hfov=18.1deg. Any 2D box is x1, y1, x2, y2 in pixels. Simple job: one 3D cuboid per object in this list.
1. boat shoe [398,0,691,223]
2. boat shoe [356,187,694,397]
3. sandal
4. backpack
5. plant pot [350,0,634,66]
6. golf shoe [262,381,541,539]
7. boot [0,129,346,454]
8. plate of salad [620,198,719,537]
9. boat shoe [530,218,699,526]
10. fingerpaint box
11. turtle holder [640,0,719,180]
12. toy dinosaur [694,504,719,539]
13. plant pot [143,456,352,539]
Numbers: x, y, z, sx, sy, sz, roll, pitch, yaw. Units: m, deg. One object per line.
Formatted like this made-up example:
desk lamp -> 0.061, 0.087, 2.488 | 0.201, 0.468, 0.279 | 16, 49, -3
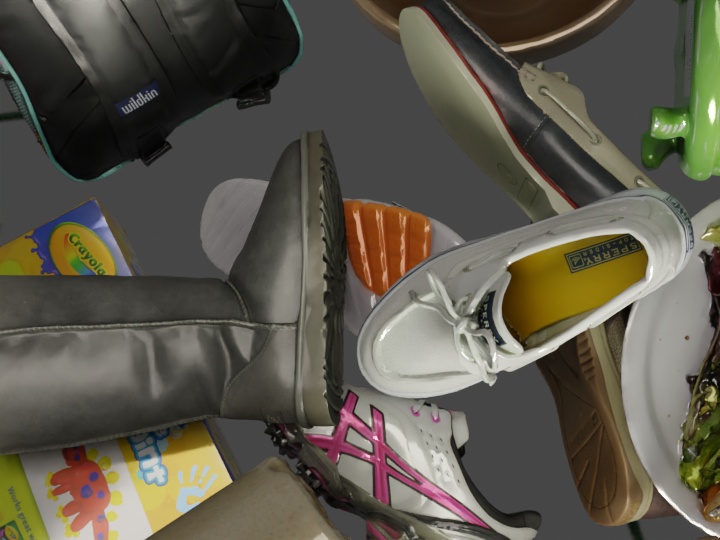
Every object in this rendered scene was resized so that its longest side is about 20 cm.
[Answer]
boat shoe -> 0.098, -0.073, 1.215 | 0.062, 0.071, 0.200 | -38, 82, -15
boat shoe -> 0.072, 0.022, 1.158 | 0.201, 0.086, 0.075 | -21, 95, 28
sandal -> 0.002, -0.008, 1.283 | 0.206, 0.059, 0.080 | 22, 104, 33
backpack -> -0.143, -0.177, 1.277 | 0.175, 0.200, 0.154 | -26, 56, 2
plant pot -> 0.079, -0.202, 1.310 | 0.200, 0.093, 0.202 | -2, 75, 6
golf shoe -> 0.012, 0.099, 1.248 | 0.092, 0.073, 0.200 | -41, 82, -9
boot -> -0.110, 0.011, 1.219 | 0.199, 0.073, 0.183 | -2, 65, 12
plate of salad -> 0.233, 0.052, 1.201 | 0.199, 0.048, 0.201 | -1, 94, -16
boat shoe -> 0.144, 0.044, 1.253 | 0.072, 0.072, 0.201 | -1, 60, -23
fingerpaint box -> -0.172, 0.089, 1.271 | 0.166, 0.073, 0.201 | -29, 73, 0
turtle holder -> 0.218, -0.107, 1.207 | 0.131, 0.186, 0.142 | 3, 66, 5
toy dinosaur -> 0.227, 0.166, 1.126 | 0.199, 0.086, 0.136 | -31, 83, -4
plant pot -> -0.070, 0.201, 1.156 | 0.183, 0.201, 0.201 | -41, 73, -3
